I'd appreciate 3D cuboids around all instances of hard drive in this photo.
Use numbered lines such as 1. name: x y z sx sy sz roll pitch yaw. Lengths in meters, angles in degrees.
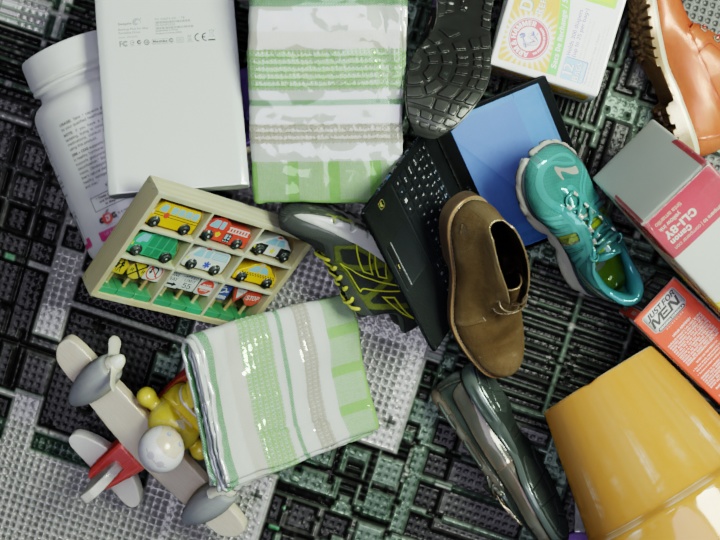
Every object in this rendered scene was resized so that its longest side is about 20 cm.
1. hard drive: -0.177 -0.173 1.313 0.130 0.026 0.203 -5 84 -6

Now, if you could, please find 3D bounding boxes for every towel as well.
1. towel: -0.072 0.113 1.353 0.198 0.031 0.151 -15 96 -38
2. towel: -0.031 -0.163 1.304 0.147 0.031 0.203 1 104 2

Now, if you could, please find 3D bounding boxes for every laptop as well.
1. laptop: 0.118 -0.051 1.324 0.201 0.102 0.178 -53 130 -33

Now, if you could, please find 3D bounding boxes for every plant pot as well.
1. plant pot: 0.274 0.181 1.334 0.199 0.200 0.185 -31 81 4

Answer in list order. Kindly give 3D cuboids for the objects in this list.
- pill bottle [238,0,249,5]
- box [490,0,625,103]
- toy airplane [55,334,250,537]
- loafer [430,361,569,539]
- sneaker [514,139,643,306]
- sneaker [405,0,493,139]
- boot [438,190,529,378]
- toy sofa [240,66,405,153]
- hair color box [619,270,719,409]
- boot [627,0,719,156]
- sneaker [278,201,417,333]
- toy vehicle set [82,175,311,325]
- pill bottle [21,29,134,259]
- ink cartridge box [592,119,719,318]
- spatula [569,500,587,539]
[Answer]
1. pill bottle: -0.053 -0.350 1.346 0.113 0.114 0.203 10 94 2
2. box: 0.199 -0.274 1.345 0.111 0.101 0.203 16 94 1
3. toy airplane: -0.202 0.163 1.372 0.197 0.141 0.202 4 103 -4
4. loafer: 0.140 0.190 1.405 0.062 0.072 0.202 -29 85 24
5. sneaker: 0.214 -0.044 1.329 0.077 0.080 0.200 -43 124 -7
6. sneaker: 0.088 -0.201 1.337 0.075 0.088 0.202 16 66 1
7. boot: 0.126 0.028 1.311 0.073 0.075 0.202 -30 125 -21
8. toy sofa: -0.058 -0.176 1.366 0.198 0.098 0.084 -20 93 5
9. hair color box: 0.348 0.092 1.364 0.200 0.102 0.061 44 94 0
10. boot: 0.325 -0.214 1.363 0.106 0.075 0.202 -20 101 1
11. sneaker: 0.000 0.000 1.359 0.198 0.074 0.085 26 98 -24
12. toy vehicle set: -0.151 -0.012 1.335 0.125 0.199 0.027 -53 48 20
13. pill bottle: -0.248 -0.123 1.370 0.112 0.113 0.202 -22 93 4
14. ink cartridge box: 0.325 -0.027 1.306 0.083 0.145 0.200 -44 111 7
15. spatula: 0.223 0.229 1.418 0.056 0.021 0.203 0 93 4
